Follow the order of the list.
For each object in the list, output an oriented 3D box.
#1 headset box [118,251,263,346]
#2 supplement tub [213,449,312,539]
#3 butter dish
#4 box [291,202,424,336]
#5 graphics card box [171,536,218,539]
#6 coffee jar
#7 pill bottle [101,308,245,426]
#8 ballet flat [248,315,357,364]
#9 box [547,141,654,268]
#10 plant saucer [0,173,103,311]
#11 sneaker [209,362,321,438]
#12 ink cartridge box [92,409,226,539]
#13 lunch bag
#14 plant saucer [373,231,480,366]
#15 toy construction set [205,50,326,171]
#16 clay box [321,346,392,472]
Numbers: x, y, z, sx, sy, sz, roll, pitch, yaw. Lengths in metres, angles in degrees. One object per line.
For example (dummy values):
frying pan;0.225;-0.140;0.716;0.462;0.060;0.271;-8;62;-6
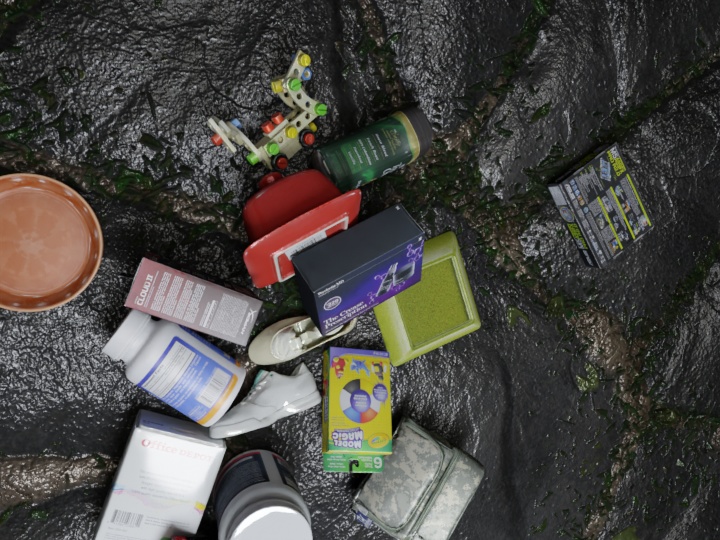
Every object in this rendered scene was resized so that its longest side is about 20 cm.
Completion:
headset box;-0.261;0.036;0.855;0.199;0.148;0.076;23;88;-20
supplement tub;-0.156;0.384;0.893;0.139;0.200;0.142;-2;95;-17
butter dish;-0.113;-0.089;0.897;0.199;0.200;0.149;-29;77;-13
box;0.000;0.000;0.911;0.199;0.079;0.142;-29;147;-15
graphics card box;-0.203;0.472;0.877;0.051;0.125;0.200;-57;147;-7
coffee jar;0.021;-0.199;0.950;0.199;0.104;0.086;-28;91;-13
pill bottle;-0.288;0.144;0.876;0.200;0.112;0.112;38;83;-17
ballet flat;-0.094;0.108;0.960;0.199;0.069;0.070;-23;102;-15
box;0.486;-0.130;1.142;0.160;0.044;0.201;-36;105;-13
plant saucer;-0.487;-0.041;0.836;0.198;0.032;0.202;-1;95;-17
sneaker;-0.165;0.212;0.940;0.199;0.075;0.089;-16;83;-37
ink cartridge box;-0.316;0.342;0.897;0.144;0.087;0.202;20;90;-20
lunch bag;0.096;0.380;1.008;0.167;0.139;0.201;34;82;1
plant saucer;0.124;0.054;1.036;0.198;0.048;0.202;-22;101;-15
toy construction set;-0.139;-0.241;0.901;0.199;0.092;0.132;-35;129;-4
clay box;-0.006;0.237;0.967;0.114;0.048;0.202;7;65;-19
